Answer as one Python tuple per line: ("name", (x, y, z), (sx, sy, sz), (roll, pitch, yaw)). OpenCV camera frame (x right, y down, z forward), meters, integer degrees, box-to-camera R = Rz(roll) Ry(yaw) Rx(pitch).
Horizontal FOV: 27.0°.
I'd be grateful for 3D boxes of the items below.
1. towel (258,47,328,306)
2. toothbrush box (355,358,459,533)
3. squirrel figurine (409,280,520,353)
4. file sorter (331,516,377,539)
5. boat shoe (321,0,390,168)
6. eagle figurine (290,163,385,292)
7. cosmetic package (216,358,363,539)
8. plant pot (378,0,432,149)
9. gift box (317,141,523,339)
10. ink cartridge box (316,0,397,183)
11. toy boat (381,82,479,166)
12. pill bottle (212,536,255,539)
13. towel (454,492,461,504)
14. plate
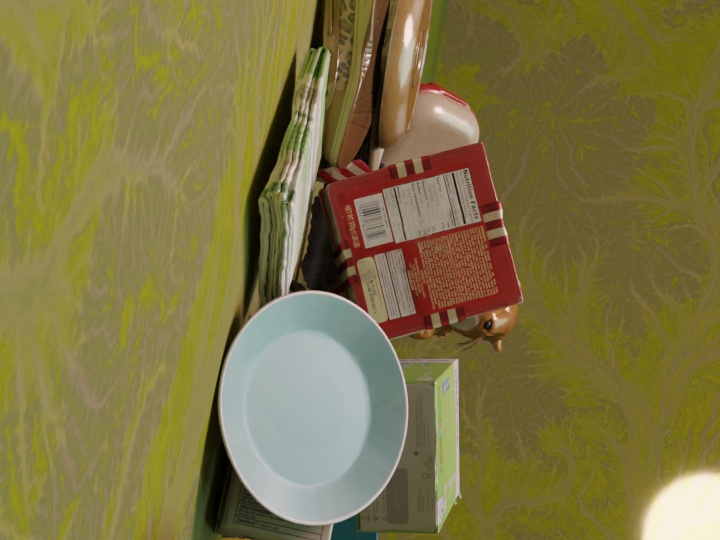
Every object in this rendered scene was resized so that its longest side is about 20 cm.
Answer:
("towel", (-0.061, -0.083, 1.346), (0.150, 0.030, 0.202), (98, 2, -48))
("toothbrush box", (0.050, 0.172, 1.509), (0.200, 0.085, 0.148), (-17, 107, -78))
("squirrel figurine", (0.102, 0.028, 1.834), (0.200, 0.184, 0.143), (-40, 143, -80))
("file sorter", (-0.042, 0.246, 1.681), (0.201, 0.137, 0.124), (91, 7, -63))
("boat shoe", (-0.016, -0.203, 1.474), (0.073, 0.062, 0.203), (-8, 109, -74))
("eagle figurine", (0.007, 0.000, 1.644), (0.153, 0.149, 0.201), (80, 25, -45))
("cosmetic package", (-0.062, 0.149, 1.370), (0.087, 0.102, 0.203), (125, -22, -73))
("plant pot", (0.050, -0.224, 1.560), (0.200, 0.027, 0.203), (11, 90, -84))
("gift box", (0.040, -0.028, 1.488), (0.187, 0.197, 0.187), (161, -81, -87))
("ink cartridge box", (0.004, -0.215, 1.628), (0.166, 0.074, 0.201), (97, 6, -46))
("toy boat", (0.041, -0.152, 1.815), (0.200, 0.130, 0.131), (-50, -138, 20))
("pill bottle", (-0.103, 0.251, 1.069), (0.200, 0.110, 0.114), (67, 33, -82))
("towel", (0.047, 0.185, 1.812), (0.200, 0.031, 0.150), (44, 22, -39))
("plate", (-0.043, 0.119, 1.302), (0.025, 0.199, 0.203), (-10, -116, 54))
